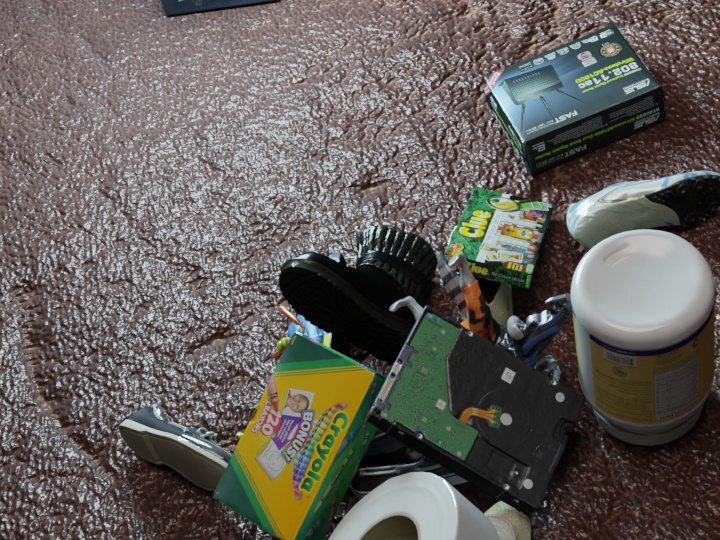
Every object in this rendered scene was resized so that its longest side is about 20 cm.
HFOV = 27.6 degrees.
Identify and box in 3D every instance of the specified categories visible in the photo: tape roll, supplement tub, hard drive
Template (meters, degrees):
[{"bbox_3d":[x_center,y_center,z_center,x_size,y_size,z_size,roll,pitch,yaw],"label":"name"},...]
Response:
[{"bbox_3d":[0.040,0.301,1.432,0.201,0.071,0.204,-35,30,24],"label":"tape roll"},{"bbox_3d":[0.294,0.073,1.515,0.143,0.201,0.147,-7,49,8],"label":"supplement tub"},{"bbox_3d":[0.121,0.145,1.530,0.198,0.038,0.141,30,63,-1],"label":"hard drive"}]

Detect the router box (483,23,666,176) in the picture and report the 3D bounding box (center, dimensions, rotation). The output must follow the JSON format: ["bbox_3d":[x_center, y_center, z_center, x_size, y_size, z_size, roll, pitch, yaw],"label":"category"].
[{"bbox_3d":[0.276,-0.224,1.910,0.198,0.063,0.151,-23,46,-2],"label":"router box"}]

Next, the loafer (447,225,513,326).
[{"bbox_3d":[0.144,0.005,1.736,0.075,0.069,0.202,-15,45,6],"label":"loafer"}]

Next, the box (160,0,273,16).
[{"bbox_3d":[-0.236,-0.520,2.280,0.197,0.198,0.118,-5,45,16],"label":"box"}]

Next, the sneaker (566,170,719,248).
[{"bbox_3d":[0.341,-0.083,1.750,0.197,0.073,0.073,-15,36,1],"label":"sneaker"}]

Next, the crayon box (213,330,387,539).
[{"bbox_3d":[-0.059,0.183,1.567,0.118,0.058,0.202,24,85,33],"label":"crayon box"}]

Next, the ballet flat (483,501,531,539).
[{"bbox_3d":[0.119,0.303,1.466,0.067,0.063,0.201,10,52,25],"label":"ballet flat"}]

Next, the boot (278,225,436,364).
[{"bbox_3d":[-0.001,0.001,1.718,0.079,0.210,0.159,-29,38,39],"label":"boot"}]

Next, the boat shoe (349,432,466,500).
[{"bbox_3d":[0.077,0.189,1.586,0.197,0.068,0.072,-17,44,4],"label":"boat shoe"}]

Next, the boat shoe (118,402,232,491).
[{"bbox_3d":[-0.195,0.194,1.672,0.198,0.073,0.063,14,45,43],"label":"boat shoe"}]

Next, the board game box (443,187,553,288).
[{"bbox_3d":[0.165,-0.042,1.737,0.103,0.024,0.200,10,28,10],"label":"board game box"}]

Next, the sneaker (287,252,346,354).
[{"bbox_3d":[-0.056,0.058,1.762,0.077,0.066,0.202,-8,46,18],"label":"sneaker"}]

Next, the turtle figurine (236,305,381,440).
[{"bbox_3d":[-0.063,0.149,1.656,0.161,0.064,0.200,-46,67,1],"label":"turtle figurine"}]

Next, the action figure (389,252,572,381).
[{"bbox_3d":[0.157,0.057,1.611,0.200,0.193,0.105,-42,11,27],"label":"action figure"}]
